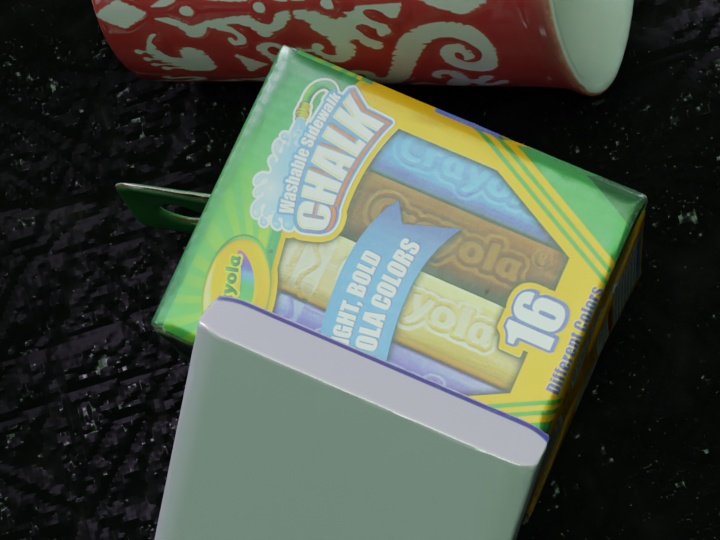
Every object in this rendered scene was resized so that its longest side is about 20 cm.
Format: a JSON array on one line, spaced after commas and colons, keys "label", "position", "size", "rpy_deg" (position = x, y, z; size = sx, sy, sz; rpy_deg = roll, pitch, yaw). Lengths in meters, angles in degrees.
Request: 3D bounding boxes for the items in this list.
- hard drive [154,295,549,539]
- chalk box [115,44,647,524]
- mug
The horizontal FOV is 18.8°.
[{"label": "hard drive", "position": [-0.015, 0.116, 0.827], "size": [0.131, 0.201, 0.025], "rpy_deg": [23, 37, 11]}, {"label": "chalk box", "position": [0.000, 0.000, 0.870], "size": [0.199, 0.125, 0.125], "rpy_deg": [25, 82, 10]}, {"label": "mug", "position": [0.007, -0.137, 0.903], "size": [0.199, 0.177, 0.135], "rpy_deg": [-1, 99, 22]}]
